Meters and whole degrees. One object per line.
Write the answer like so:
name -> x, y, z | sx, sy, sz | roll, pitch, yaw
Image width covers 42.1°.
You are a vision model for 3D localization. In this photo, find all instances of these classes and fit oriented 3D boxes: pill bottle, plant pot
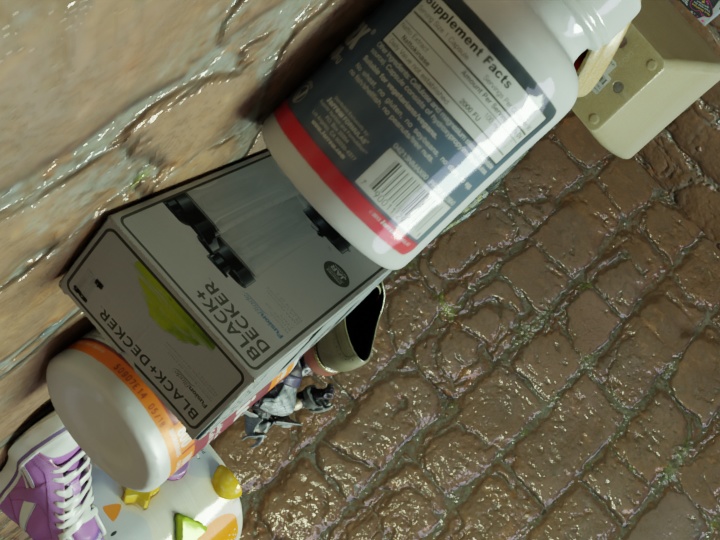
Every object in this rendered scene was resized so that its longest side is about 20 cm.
pill bottle -> 0.052, -0.108, 0.531 | 0.200, 0.120, 0.120 | -43, 176, 10
plant pot -> 0.368, -0.293, 1.337 | 0.200, 0.200, 0.177 | -44, 165, 29
pill bottle -> -0.116, 0.056, 0.687 | 0.200, 0.114, 0.114 | -40, 176, -37

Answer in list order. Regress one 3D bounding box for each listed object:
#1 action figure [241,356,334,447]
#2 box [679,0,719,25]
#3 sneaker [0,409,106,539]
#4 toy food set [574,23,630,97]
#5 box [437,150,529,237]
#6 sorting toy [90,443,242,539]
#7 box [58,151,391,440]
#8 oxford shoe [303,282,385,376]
action figure -> -0.067, 0.097, 0.969 | 0.201, 0.069, 0.130 | -60, 149, 2
box -> 0.679, -0.574, 1.731 | 0.200, 0.132, 0.115 | -41, 175, -19
sneaker -> -0.251, 0.188, 0.814 | 0.073, 0.114, 0.201 | -37, 173, -42
toy food set -> 0.189, -0.228, 0.728 | 0.198, 0.048, 0.201 | 109, 3, -56
box -> 0.071, -0.076, 0.783 | 0.200, 0.049, 0.161 | -31, 163, -46
sorting toy -> -0.234, 0.236, 0.946 | 0.180, 0.200, 0.107 | -34, 169, -42
box -> -0.066, 0.001, 0.563 | 0.060, 0.117, 0.200 | -44, 175, 31
oxford shoe -> 0.000, 0.000, 0.884 | 0.070, 0.201, 0.075 | 17, 162, -39
